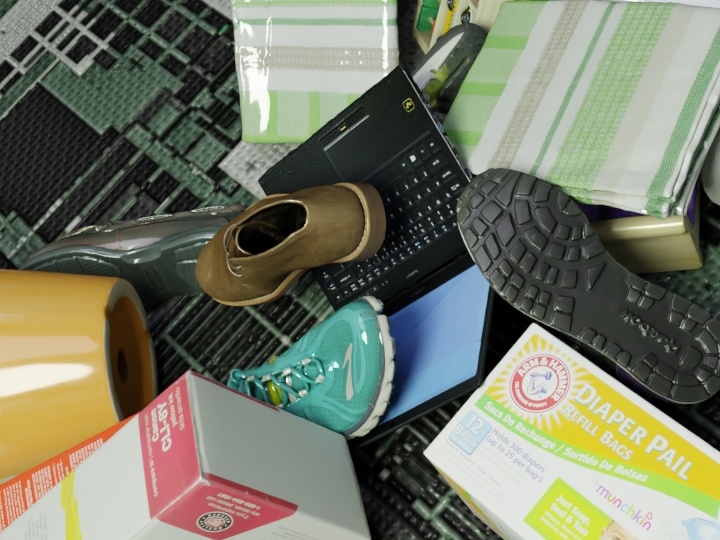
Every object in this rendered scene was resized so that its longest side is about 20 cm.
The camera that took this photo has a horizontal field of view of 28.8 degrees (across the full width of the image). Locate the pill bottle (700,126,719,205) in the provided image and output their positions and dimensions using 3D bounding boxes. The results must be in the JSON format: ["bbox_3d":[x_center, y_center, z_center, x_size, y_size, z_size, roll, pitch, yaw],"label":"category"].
[{"bbox_3d":[0.323,-0.061,0.870,0.199,0.115,0.115,28,75,36],"label":"pill bottle"}]

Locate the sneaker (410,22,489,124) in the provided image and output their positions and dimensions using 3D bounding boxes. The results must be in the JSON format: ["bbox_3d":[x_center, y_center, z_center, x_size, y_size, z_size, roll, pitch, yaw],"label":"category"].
[{"bbox_3d":[0.022,-0.103,1.034,0.201,0.074,0.085,-55,46,18],"label":"sneaker"}]

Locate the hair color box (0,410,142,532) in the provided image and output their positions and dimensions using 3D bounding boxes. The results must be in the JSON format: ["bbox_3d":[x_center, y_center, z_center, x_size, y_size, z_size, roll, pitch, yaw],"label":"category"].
[{"bbox_3d":[-0.202,0.183,0.987,0.198,0.102,0.062,-27,53,8],"label":"hair color box"}]

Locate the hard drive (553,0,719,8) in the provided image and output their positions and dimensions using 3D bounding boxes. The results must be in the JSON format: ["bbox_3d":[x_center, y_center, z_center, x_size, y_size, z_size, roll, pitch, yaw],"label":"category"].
[{"bbox_3d":[0.223,-0.233,0.961,0.198,0.026,0.133,15,77,21],"label":"hard drive"}]

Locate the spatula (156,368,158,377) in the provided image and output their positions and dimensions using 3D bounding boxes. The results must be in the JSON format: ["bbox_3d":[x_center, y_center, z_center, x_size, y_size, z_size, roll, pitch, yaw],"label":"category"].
[{"bbox_3d":[-0.239,0.058,1.131,0.198,0.021,0.057,17,68,32],"label":"spatula"}]

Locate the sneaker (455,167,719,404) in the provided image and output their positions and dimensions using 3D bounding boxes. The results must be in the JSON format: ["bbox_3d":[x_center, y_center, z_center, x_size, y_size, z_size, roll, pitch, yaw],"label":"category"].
[{"bbox_3d":[0.139,0.019,0.895,0.200,0.088,0.076,41,82,9],"label":"sneaker"}]

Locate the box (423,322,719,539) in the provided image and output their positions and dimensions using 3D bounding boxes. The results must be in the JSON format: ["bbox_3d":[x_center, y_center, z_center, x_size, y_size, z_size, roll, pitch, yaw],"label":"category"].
[{"bbox_3d":[0.151,0.141,0.838,0.113,0.102,0.199,-48,53,-8],"label":"box"}]

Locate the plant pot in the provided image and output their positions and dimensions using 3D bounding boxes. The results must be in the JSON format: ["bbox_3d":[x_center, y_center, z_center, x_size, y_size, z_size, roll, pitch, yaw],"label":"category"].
[{"bbox_3d":[-0.252,0.080,1.025,0.181,0.201,0.202,-8,57,8],"label":"plant pot"}]

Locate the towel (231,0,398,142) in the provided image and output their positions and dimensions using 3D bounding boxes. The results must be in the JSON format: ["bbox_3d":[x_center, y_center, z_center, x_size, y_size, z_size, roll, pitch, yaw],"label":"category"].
[{"bbox_3d":[-0.040,-0.200,1.102,0.147,0.031,0.203,4,103,29],"label":"towel"}]

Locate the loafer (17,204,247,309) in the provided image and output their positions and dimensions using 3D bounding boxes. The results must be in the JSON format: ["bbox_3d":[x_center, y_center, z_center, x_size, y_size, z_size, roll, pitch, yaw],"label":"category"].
[{"bbox_3d":[-0.176,-0.011,1.124,0.197,0.072,0.063,-8,38,14],"label":"loafer"}]

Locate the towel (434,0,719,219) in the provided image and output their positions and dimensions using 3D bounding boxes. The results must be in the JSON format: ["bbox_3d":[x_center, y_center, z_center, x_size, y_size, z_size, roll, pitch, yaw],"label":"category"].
[{"bbox_3d":[0.148,-0.111,0.918,0.198,0.031,0.150,13,68,43],"label":"towel"}]

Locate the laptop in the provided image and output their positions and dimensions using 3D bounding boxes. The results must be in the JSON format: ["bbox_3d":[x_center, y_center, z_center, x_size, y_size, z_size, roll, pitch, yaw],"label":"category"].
[{"bbox_3d":[0.000,0.000,0.948,0.177,0.103,0.201,-32,89,44],"label":"laptop"}]

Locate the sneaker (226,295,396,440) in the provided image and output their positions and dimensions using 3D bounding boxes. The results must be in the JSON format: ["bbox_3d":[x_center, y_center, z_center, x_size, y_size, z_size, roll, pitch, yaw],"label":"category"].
[{"bbox_3d":[-0.046,0.085,0.929,0.200,0.079,0.078,-43,56,40],"label":"sneaker"}]

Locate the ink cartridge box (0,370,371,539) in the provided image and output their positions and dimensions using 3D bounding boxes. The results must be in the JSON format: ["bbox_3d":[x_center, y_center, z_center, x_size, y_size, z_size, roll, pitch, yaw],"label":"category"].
[{"bbox_3d":[-0.116,0.169,0.888,0.200,0.144,0.084,-40,46,25],"label":"ink cartridge box"}]

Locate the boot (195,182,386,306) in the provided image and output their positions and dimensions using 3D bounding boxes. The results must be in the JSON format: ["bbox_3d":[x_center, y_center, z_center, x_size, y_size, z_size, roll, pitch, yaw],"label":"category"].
[{"bbox_3d":[-0.072,-0.020,0.972,0.199,0.075,0.075,-21,76,51],"label":"boot"}]

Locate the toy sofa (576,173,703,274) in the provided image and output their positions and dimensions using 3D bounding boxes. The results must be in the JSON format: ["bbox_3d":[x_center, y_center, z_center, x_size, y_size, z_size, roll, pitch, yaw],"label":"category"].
[{"bbox_3d":[0.192,-0.104,0.971,0.082,0.098,0.202,-4,58,24],"label":"toy sofa"}]

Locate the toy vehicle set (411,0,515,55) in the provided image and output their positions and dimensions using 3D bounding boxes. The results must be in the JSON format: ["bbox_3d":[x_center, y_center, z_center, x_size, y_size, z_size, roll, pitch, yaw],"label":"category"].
[{"bbox_3d":[0.089,-0.244,1.048,0.026,0.202,0.125,3,31,-19],"label":"toy vehicle set"}]
